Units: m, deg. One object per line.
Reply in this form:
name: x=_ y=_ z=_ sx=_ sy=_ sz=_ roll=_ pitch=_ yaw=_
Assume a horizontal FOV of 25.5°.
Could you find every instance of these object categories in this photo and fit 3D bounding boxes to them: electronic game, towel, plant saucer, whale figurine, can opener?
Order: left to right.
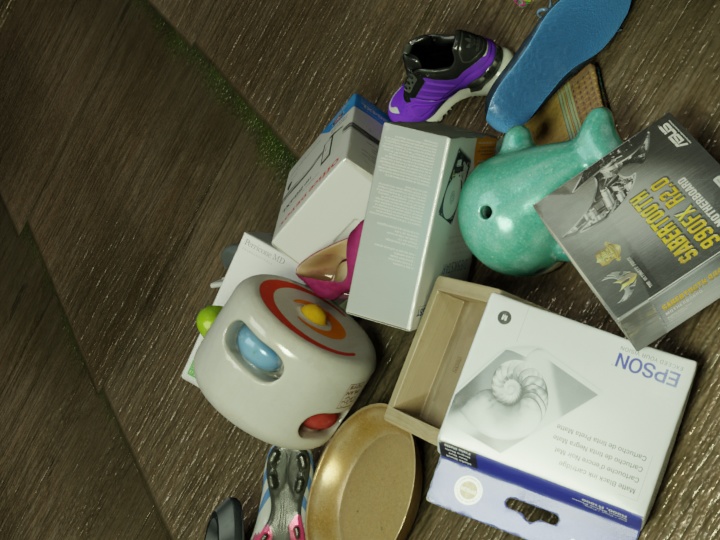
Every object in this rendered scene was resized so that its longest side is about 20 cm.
electronic game: x=-0.162 y=0.367 z=1.869 sx=0.200 sy=0.041 sz=0.201 roll=-172 pitch=90 yaw=-78
can opener: x=-0.135 y=-0.001 z=2.085 sx=0.200 sy=0.052 sz=0.067 roll=-2 pitch=105 yaw=55
plant saucer: x=0.010 y=0.245 z=1.727 sx=0.200 sy=0.035 sz=0.201 roll=-37 pitch=42 yaw=42
whale figurine: x=0.178 y=-0.078 z=1.577 sx=0.200 sy=0.104 sz=0.160 roll=-39 pitch=67 yaw=36
towel: x=0.191 y=-0.108 z=1.684 sx=0.200 sy=0.022 sz=0.147 roll=-40 pitch=41 yaw=36

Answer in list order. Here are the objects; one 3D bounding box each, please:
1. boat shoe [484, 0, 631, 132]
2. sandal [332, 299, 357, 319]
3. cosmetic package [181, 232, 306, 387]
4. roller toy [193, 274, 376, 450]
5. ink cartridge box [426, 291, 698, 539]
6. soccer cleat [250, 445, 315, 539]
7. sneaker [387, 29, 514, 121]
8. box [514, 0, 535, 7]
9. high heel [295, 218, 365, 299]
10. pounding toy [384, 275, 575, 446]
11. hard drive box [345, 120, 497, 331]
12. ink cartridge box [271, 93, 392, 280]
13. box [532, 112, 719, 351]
boat shoe: x=0.197 y=-0.236 z=1.676 sx=0.200 sy=0.084 sz=0.069 roll=-42 pitch=11 yaw=5
sandal: x=0.000 y=0.001 z=1.878 sx=0.201 sy=0.057 sz=0.080 roll=-46 pitch=37 yaw=33
cosmetic package: x=-0.125 y=0.064 z=1.963 sx=0.107 sy=0.085 sz=0.201 roll=26 pitch=100 yaw=19
roller toy: x=-0.079 y=0.097 z=1.783 sx=0.140 sy=0.199 sz=0.183 roll=-57 pitch=21 yaw=19
ink cartridge box: x=0.174 y=0.144 z=1.413 sx=0.199 sy=0.041 sz=0.201 roll=18 pitch=87 yaw=16
soccer cleat: x=-0.086 y=0.287 z=1.839 sx=0.086 sy=0.070 sz=0.201 roll=-23 pitch=-56 yaw=-81
sneaker: x=0.080 y=-0.232 z=1.856 sx=0.200 sy=0.099 sz=0.070 roll=-24 pitch=49 yaw=49
box: x=0.228 y=-0.411 z=1.671 sx=0.200 sy=0.122 sz=0.193 roll=-18 pitch=38 yaw=52
high heel: x=-0.027 y=-0.013 z=1.734 sx=0.200 sy=0.096 sz=0.068 roll=98 pitch=-171 yaw=-65
pounding toy: x=0.138 y=0.123 z=1.536 sx=0.185 sy=0.142 sz=0.200 roll=-69 pitch=20 yaw=-3
hard drive box: x=0.065 y=-0.050 z=1.658 sx=0.076 sy=0.156 sz=0.201 roll=16 pitch=102 yaw=21
ink cartridge box: x=-0.023 y=-0.101 z=1.889 sx=0.146 sy=0.084 sz=0.200 roll=-48 pitch=15 yaw=23
box: x=0.264 y=-0.039 z=1.435 sx=0.158 sy=0.048 sz=0.200 roll=-33 pitch=37 yaw=5
